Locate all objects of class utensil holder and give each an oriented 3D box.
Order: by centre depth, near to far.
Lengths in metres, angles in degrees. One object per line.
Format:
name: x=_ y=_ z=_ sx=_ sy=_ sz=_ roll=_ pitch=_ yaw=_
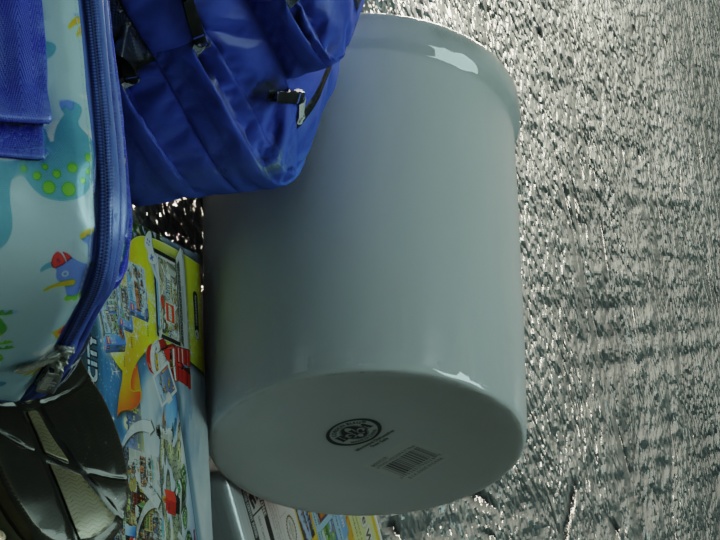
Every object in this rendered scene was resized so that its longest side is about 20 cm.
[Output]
utensil holder: x=0.000 y=0.000 z=1.216 sx=0.170 sy=0.170 sz=0.200 roll=52 pitch=31 yaw=-52

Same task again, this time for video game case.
video game case: x=-0.025 y=0.171 z=1.302 sx=0.182 sy=0.023 sz=0.201 roll=-42 pitch=119 yaw=-66

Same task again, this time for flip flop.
flip flop: x=-0.146 y=0.032 z=0.979 sx=0.081 sy=0.058 sz=0.200 roll=-1 pitch=61 yaw=-37

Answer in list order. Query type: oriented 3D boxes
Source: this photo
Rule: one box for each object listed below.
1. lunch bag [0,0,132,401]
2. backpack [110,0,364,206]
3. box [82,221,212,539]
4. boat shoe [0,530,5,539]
lunch bag: x=-0.139 y=-0.059 z=0.890 sx=0.161 sy=0.082 sz=0.201 roll=126 pitch=-40 yaw=-56
backpack: x=-0.078 y=-0.128 z=1.099 sx=0.163 sy=0.167 sz=0.200 roll=-69 pitch=147 yaw=-43
box: x=-0.113 y=0.075 z=1.089 sx=0.137 sy=0.038 sz=0.201 roll=31 pitch=52 yaw=-64
boat shoe: x=-0.161 y=0.116 z=0.899 sx=0.200 sy=0.068 sz=0.075 roll=51 pitch=35 yaw=-53
